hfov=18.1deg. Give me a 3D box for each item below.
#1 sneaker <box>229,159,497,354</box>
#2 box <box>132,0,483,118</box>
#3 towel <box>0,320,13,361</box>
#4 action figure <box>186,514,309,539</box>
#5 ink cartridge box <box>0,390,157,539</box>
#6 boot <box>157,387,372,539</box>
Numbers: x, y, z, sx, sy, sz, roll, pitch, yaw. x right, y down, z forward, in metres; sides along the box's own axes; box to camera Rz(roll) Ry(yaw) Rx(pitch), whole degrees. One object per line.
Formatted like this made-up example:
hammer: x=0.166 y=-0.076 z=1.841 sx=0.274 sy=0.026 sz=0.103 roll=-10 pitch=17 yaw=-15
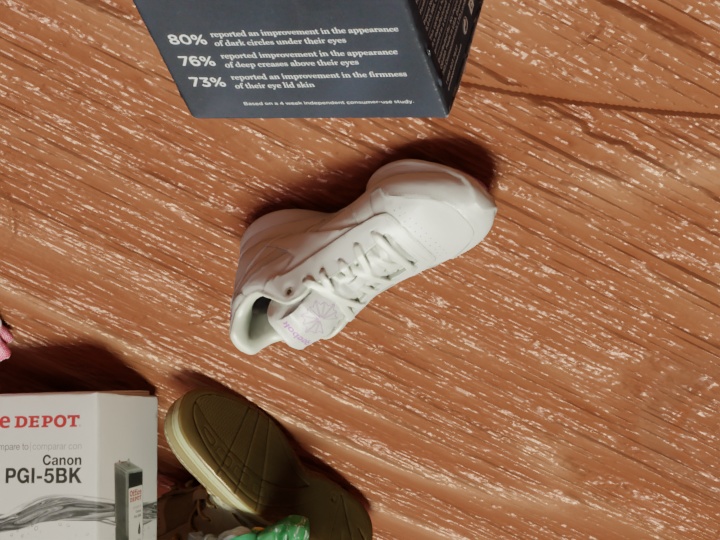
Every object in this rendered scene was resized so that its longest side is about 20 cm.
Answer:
sneaker: x=0.000 y=0.000 z=1.344 sx=0.200 sy=0.100 sz=0.075 roll=-22 pitch=128 yaw=41
box: x=-0.037 y=-0.175 z=1.106 sx=0.148 sy=0.104 sz=0.200 roll=2 pitch=143 yaw=21
towel: x=-0.341 y=0.000 z=1.548 sx=0.146 sy=0.030 sz=0.200 roll=-2 pitch=141 yaw=24
action figure: x=-0.097 y=0.219 z=1.615 sx=0.118 sy=0.055 sz=0.200 roll=30 pitch=140 yaw=-25
ink cartridge box: x=-0.224 y=0.185 z=1.597 sx=0.147 sy=0.200 sz=0.083 roll=-4 pitch=173 yaw=26
boot: x=-0.107 y=0.163 z=1.649 sx=0.155 sy=0.072 sz=0.200 roll=-14 pitch=136 yaw=41
